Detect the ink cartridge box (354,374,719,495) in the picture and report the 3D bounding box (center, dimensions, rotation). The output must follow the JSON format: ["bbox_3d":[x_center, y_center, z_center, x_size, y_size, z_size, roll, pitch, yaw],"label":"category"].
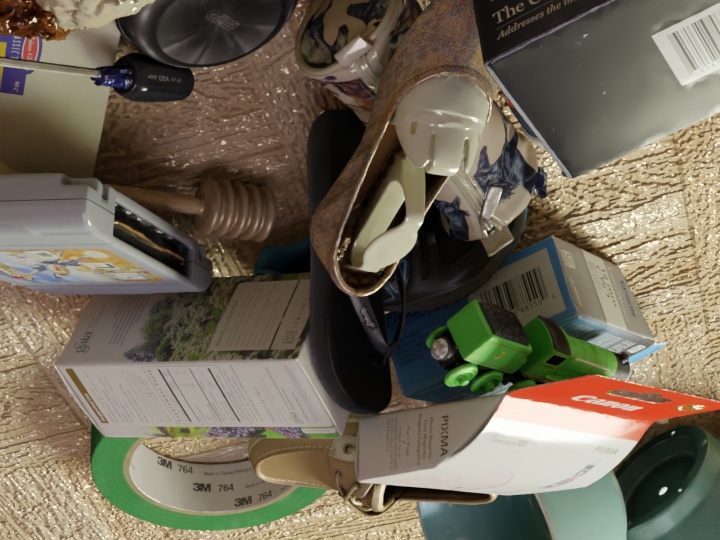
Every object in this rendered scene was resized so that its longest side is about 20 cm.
[{"bbox_3d":[0.119,0.113,1.021,0.161,0.058,0.199,13,164,-43],"label":"ink cartridge box"}]

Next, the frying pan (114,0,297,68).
[{"bbox_3d":[-0.050,-0.167,0.891,0.188,0.031,0.115,-21,153,4],"label":"frying pan"}]

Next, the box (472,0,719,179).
[{"bbox_3d":[0.156,-0.179,0.786,0.198,0.184,0.104,-25,137,21],"label":"box"}]

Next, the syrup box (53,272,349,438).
[{"bbox_3d":[-0.101,0.060,1.071,0.198,0.079,0.082,-4,133,28],"label":"syrup box"}]

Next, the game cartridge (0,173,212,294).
[{"bbox_3d":[-0.187,-0.018,0.980,0.131,0.042,0.200,-5,167,15],"label":"game cartridge"}]

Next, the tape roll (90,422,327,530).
[{"bbox_3d":[-0.114,0.136,1.242,0.197,0.049,0.202,-3,141,-3],"label":"tape roll"}]

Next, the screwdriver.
[{"bbox_3d":[-0.160,-0.108,0.878,0.199,0.028,0.029,-11,130,-57],"label":"screwdriver"}]

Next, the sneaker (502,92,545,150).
[{"bbox_3d":[0.172,-0.136,0.926,0.198,0.076,0.084,-24,142,21],"label":"sneaker"}]

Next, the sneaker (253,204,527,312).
[{"bbox_3d":[0.019,-0.012,1.060,0.198,0.074,0.082,-28,128,20],"label":"sneaker"}]

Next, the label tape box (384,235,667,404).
[{"bbox_3d":[0.124,0.047,1.140,0.142,0.067,0.199,-26,161,23],"label":"label tape box"}]

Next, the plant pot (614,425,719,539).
[{"bbox_3d":[0.281,0.216,1.301,0.199,0.201,0.134,-35,106,31],"label":"plant pot"}]

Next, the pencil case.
[{"bbox_3d":[0.038,-0.097,0.945,0.077,0.090,0.200,-36,134,10],"label":"pencil case"}]

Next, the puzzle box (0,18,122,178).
[{"bbox_3d":[-0.221,-0.104,0.953,0.131,0.026,0.201,7,139,-15],"label":"puzzle box"}]

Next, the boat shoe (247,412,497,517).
[{"bbox_3d":[0.007,0.146,1.169,0.197,0.065,0.072,-6,144,16],"label":"boat shoe"}]

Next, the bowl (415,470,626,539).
[{"bbox_3d":[0.140,0.198,1.261,0.104,0.202,0.202,-17,148,-27],"label":"bowl"}]

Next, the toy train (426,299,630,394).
[{"bbox_3d":[0.115,0.058,1.015,0.056,0.042,0.199,-40,148,23],"label":"toy train"}]

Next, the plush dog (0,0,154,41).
[{"bbox_3d":[-0.106,-0.178,0.732,0.160,0.173,0.200,35,130,-11],"label":"plush dog"}]

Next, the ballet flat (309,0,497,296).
[{"bbox_3d":[0.032,-0.062,0.870,0.067,0.068,0.201,10,131,-21],"label":"ballet flat"}]

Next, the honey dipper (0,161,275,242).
[{"bbox_3d":[-0.148,-0.049,0.995,0.198,0.038,0.038,8,140,-31],"label":"honey dipper"}]

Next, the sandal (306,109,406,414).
[{"bbox_3d":[0.000,0.000,0.998,0.042,0.076,0.203,4,109,29],"label":"sandal"}]
